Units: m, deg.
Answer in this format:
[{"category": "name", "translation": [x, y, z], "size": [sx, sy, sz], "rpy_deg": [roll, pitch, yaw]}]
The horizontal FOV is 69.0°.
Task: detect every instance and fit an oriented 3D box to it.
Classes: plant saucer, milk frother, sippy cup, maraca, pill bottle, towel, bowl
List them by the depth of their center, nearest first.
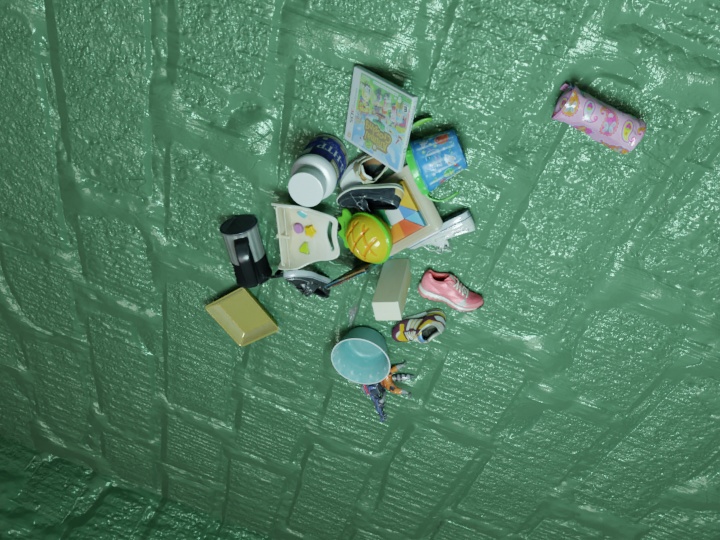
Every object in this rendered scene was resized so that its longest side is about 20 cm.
[{"category": "sippy cup", "translation": [0.186, -0.270, 1.271], "size": [0.128, 0.141, 0.179], "rpy_deg": [-20, 128, 16]}, {"category": "pill bottle", "translation": [-0.108, -0.249, 1.319], "size": [0.117, 0.201, 0.121], "rpy_deg": [8, 128, 10]}, {"category": "maraca", "translation": [0.008, -0.092, 1.389], "size": [0.198, 0.106, 0.139], "rpy_deg": [25, 126, 40]}, {"category": "towel", "translation": [0.000, 0.000, 1.475], "size": [0.145, 0.200, 0.022], "rpy_deg": [-24, 94, 30]}, {"category": "milk frother", "translation": [-0.293, -0.060, 1.572], "size": [0.198, 0.180, 0.191], "rpy_deg": [-24, 127, -20]}, {"category": "bowl", "translation": [0.011, 0.264, 1.719], "size": [0.197, 0.106, 0.204], "rpy_deg": [8, 128, 11]}, {"category": "plant saucer", "translation": [-0.398, 0.150, 1.792], "size": [0.198, 0.049, 0.201], "rpy_deg": [-25, 115, 29]}]

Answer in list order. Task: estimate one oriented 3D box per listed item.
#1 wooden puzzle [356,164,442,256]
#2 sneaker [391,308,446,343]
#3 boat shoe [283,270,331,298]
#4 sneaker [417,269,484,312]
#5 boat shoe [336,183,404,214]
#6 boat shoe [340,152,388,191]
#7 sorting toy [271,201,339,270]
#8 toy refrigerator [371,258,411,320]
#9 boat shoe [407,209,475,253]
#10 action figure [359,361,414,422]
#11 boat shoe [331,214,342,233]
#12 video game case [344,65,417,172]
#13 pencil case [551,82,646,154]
[{"category": "wooden puzzle", "translation": [0.096, -0.153, 1.393], "size": [0.198, 0.037, 0.187], "rpy_deg": [-28, 89, 29]}, {"category": "sneaker", "translation": [0.173, 0.188, 1.626], "size": [0.198, 0.091, 0.075], "rpy_deg": [-29, 114, 31]}, {"category": "boat shoe", "translation": [-0.155, 0.046, 1.565], "size": [0.069, 0.068, 0.199], "rpy_deg": [-11, 163, 28]}, {"category": "sneaker", "translation": [0.266, 0.056, 1.514], "size": [0.197, 0.074, 0.088], "rpy_deg": [16, 127, 4]}, {"category": "boat shoe", "translation": [0.020, -0.182, 1.365], "size": [0.197, 0.063, 0.074], "rpy_deg": [-1, 160, 29]}, {"category": "boat shoe", "translation": [0.014, -0.262, 1.358], "size": [0.075, 0.069, 0.199], "rpy_deg": [41, 126, -15]}, {"category": "sorting toy", "translation": [-0.144, -0.102, 1.475], "size": [0.177, 0.107, 0.203], "rpy_deg": [9, 120, 19]}, {"category": "toy refrigerator", "translation": [0.092, 0.053, 1.481], "size": [0.074, 0.201, 0.071], "rpy_deg": [-2, 125, 16]}, {"category": "boat shoe", "translation": [0.221, -0.084, 1.421], "size": [0.200, 0.075, 0.087], "rpy_deg": [-26, 98, 23]}, {"category": "action figure", "translation": [0.089, 0.408, 1.807], "size": [0.191, 0.104, 0.204], "rpy_deg": [-11, 97, 29]}, {"category": "boat shoe", "translation": [0.005, -0.099, 1.481], "size": [0.196, 0.067, 0.075], "rpy_deg": [22, 129, 0]}, {"category": "video game case", "translation": [0.042, -0.358, 1.241], "size": [0.199, 0.022, 0.184], "rpy_deg": [39, 136, 31]}, {"category": "pencil case", "translation": [0.520, -0.334, 1.152], "size": [0.197, 0.088, 0.088], "rpy_deg": [26, 128, -3]}]
